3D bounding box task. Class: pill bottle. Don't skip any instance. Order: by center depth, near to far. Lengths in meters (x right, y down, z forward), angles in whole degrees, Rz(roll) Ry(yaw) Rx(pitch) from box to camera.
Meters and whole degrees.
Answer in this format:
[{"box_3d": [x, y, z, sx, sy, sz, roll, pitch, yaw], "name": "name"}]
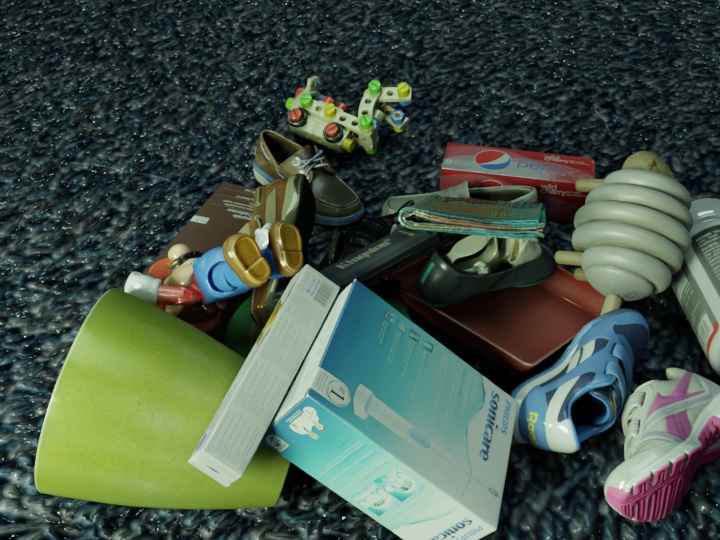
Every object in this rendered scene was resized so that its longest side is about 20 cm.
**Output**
[{"box_3d": [0.404, 0.017, 0.957, 0.113, 0.115, 0.201, -2, 40, -2], "name": "pill bottle"}]

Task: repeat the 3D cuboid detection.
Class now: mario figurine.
[{"box_3d": [-0.149, -0.007, 0.853, 0.123, 0.199, 0.107, 25, 59, -34], "name": "mario figurine"}]

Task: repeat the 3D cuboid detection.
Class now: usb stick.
[{"box_3d": [0.000, 0.000, 0.876, 0.199, 0.033, 0.055, -28, 20, -32], "name": "usb stick"}]

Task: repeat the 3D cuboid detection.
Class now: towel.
[{"box_3d": [0.125, -0.061, 0.939, 0.145, 0.022, 0.200, 6, 12, 11], "name": "towel"}]

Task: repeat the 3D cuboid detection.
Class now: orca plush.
[{"box_3d": [-0.002, -0.019, 0.938, 0.105, 0.071, 0.200, 17, 51, 37], "name": "orca plush"}]

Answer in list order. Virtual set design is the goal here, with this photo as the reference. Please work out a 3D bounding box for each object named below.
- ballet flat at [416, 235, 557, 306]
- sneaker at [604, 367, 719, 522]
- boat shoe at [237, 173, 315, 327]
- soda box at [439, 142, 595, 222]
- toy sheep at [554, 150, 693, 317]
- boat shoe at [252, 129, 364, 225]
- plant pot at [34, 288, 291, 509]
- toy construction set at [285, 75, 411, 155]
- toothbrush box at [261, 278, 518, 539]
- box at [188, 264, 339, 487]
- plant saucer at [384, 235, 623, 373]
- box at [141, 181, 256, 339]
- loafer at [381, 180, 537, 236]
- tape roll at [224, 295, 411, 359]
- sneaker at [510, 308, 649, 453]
[{"box_3d": [0.147, -0.013, 0.951, 0.199, 0.074, 0.073, -13, 39, -33], "name": "ballet flat"}, {"box_3d": [0.278, 0.157, 0.822, 0.088, 0.082, 0.199, 31, 40, 34], "name": "sneaker"}, {"box_3d": [-0.098, -0.022, 0.963, 0.073, 0.076, 0.201, -3, 46, 13], "name": "boat shoe"}, {"box_3d": [0.206, -0.116, 1.162, 0.198, 0.064, 0.070, 7, 39, 10], "name": "soda box"}, {"box_3d": [0.289, -0.036, 0.953, 0.137, 0.138, 0.202, 13, 79, 16], "name": "toy sheep"}, {"box_3d": [-0.076, -0.126, 1.167, 0.199, 0.073, 0.072, 30, 48, 32], "name": "boat shoe"}, {"box_3d": [-0.155, 0.135, 0.789, 0.198, 0.188, 0.188, 18, 40, -3], "name": "plant pot"}, {"box_3d": [-0.031, -0.234, 1.285, 0.199, 0.092, 0.132, 19, 67, 33], "name": "toy construction set"}, {"box_3d": [0.032, 0.130, 0.769, 0.199, 0.085, 0.147, 36, 40, -12], "name": "toothbrush box"}, {"box_3d": [-0.077, 0.083, 0.740, 0.041, 0.039, 0.201, 34, 53, -11], "name": "box"}, {"box_3d": [0.157, 0.035, 0.977, 0.199, 0.037, 0.199, 30, 37, 33], "name": "plant saucer"}, {"box_3d": [-0.162, -0.017, 1.037, 0.099, 0.075, 0.201, 12, 43, 16], "name": "box"}, {"box_3d": [0.126, -0.083, 1.116, 0.198, 0.070, 0.070, -1, 39, -1], "name": "loafer"}, {"box_3d": [-0.042, 0.083, 0.931, 0.198, 0.049, 0.201, 0, 38, 0], "name": "tape roll"}, {"box_3d": [0.232, 0.111, 0.862, 0.200, 0.074, 0.082, -38, 27, -27], "name": "sneaker"}]
